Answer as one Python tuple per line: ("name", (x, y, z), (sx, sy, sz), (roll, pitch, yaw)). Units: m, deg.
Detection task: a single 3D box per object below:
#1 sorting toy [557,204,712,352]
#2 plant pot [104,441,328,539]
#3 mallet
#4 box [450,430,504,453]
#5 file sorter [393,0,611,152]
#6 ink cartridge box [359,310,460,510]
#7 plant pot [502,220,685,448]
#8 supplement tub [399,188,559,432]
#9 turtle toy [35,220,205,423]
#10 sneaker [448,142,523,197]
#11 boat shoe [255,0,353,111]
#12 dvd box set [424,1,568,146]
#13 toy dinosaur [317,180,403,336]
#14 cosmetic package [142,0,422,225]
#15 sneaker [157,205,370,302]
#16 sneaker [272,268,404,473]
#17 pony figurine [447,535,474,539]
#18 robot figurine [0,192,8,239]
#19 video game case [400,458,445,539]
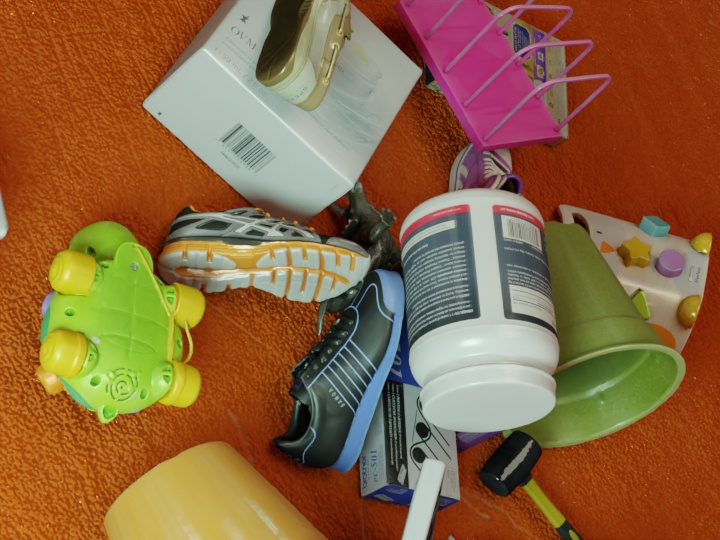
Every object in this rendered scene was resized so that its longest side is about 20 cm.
("sorting toy", (0.299, -0.001, 1.900), (0.180, 0.107, 0.200), (22, 52, -5))
("plant pot", (-0.113, 0.250, 1.357), (0.200, 0.200, 0.183), (-18, 63, -43))
("mallet", (0.195, 0.261, 1.697), (0.066, 0.041, 0.200), (-38, 102, -26))
("box", (0.123, 0.069, 1.671), (0.039, 0.137, 0.200), (17, 57, -32))
("file sorter", (0.163, -0.253, 1.821), (0.139, 0.125, 0.200), (-11, 66, -44))
("ink cartridge box", (0.045, 0.133, 1.636), (0.094, 0.044, 0.200), (18, 56, -34))
("plant pot", (0.214, 0.057, 1.738), (0.200, 0.200, 0.190), (8, 49, -36))
("supplement tub", (0.112, 0.037, 1.545), (0.140, 0.140, 0.200), (16, 58, -33))
("turtle toy", (-0.218, 0.042, 1.430), (0.146, 0.101, 0.200), (19, 55, -31))
("sneaker", (0.148, -0.089, 1.794), (0.073, 0.114, 0.201), (36, 48, -17))
("boat shoe", (-0.044, -0.232, 1.581), (0.066, 0.074, 0.200), (44, 47, -29))
("dvd box set", (0.162, -0.244, 1.945), (0.200, 0.029, 0.146), (20, 55, -31))
("toy dinosaur", (0.000, 0.000, 1.645), (0.077, 0.102, 0.200), (33, 57, -22))
("cosmetic package", (-0.073, -0.185, 1.659), (0.199, 0.123, 0.200), (42, 46, -14))
("sneaker", (-0.089, -0.024, 1.557), (0.200, 0.078, 0.077), (6, 48, -8))
("sneaker", (-0.020, 0.088, 1.546), (0.078, 0.070, 0.200), (18, 86, -22))
("pony figurine", (0.141, 0.336, 1.532), (0.193, 0.167, 0.200), (31, 25, 8))
("robot figurine", (-0.375, -0.047, 1.342), (0.170, 0.113, 0.200), (-9, 73, -27))
("video game case", (0.035, 0.296, 1.460), (0.023, 0.182, 0.200), (14, 52, 7))
